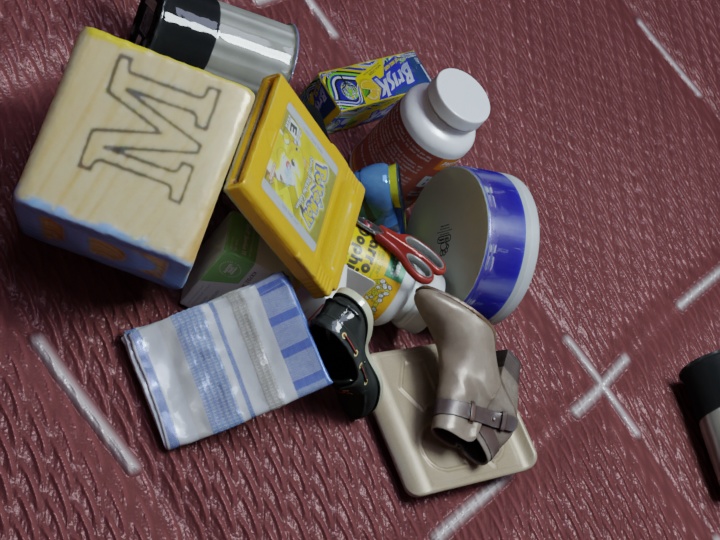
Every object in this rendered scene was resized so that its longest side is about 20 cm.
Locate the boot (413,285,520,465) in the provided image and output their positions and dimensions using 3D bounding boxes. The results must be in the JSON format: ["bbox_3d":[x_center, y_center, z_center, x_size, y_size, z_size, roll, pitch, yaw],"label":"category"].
[{"bbox_3d":[0.117,0.131,1.729,0.200,0.070,0.146,39,57,-20],"label":"boot"}]

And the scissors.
[{"bbox_3d":[0.018,-0.051,1.744,0.200,0.014,0.073,37,33,-2],"label":"scissors"}]

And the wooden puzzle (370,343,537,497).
[{"bbox_3d":[0.102,0.181,1.782,0.199,0.046,0.186,-8,65,-36],"label":"wooden puzzle"}]

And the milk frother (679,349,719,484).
[{"bbox_3d":[0.580,0.196,2.018,0.180,0.200,0.189,5,58,-37],"label":"milk frother"}]

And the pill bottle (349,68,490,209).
[{"bbox_3d":[0.079,-0.173,1.899,0.112,0.200,0.112,19,50,-25],"label":"pill bottle"}]

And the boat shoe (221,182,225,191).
[{"bbox_3d":[-0.105,-0.154,1.844,0.071,0.063,0.200,52,43,8],"label":"boat shoe"}]

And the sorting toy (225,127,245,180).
[{"bbox_3d":[-0.222,-0.184,1.756,0.199,0.107,0.180,20,32,-6],"label":"sorting toy"}]

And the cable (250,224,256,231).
[{"bbox_3d":[-0.100,-0.086,1.703,0.097,0.050,0.200,44,30,-28],"label":"cable"}]

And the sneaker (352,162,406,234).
[{"bbox_3d":[0.018,-0.077,1.830,0.078,0.200,0.066,-7,66,4],"label":"sneaker"}]

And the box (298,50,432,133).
[{"bbox_3d":[0.008,-0.245,1.989,0.200,0.070,0.064,-22,77,-44],"label":"box"}]

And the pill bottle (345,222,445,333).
[{"bbox_3d":[0.000,0.000,1.779,0.200,0.113,0.113,28,47,-20],"label":"pill bottle"}]

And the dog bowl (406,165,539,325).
[{"bbox_3d":[0.138,-0.031,1.845,0.079,0.200,0.201,10,55,-29],"label":"dog bowl"}]

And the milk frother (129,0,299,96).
[{"bbox_3d":[-0.171,-0.333,1.808,0.188,0.200,0.181,16,34,-26],"label":"milk frother"}]

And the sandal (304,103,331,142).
[{"bbox_3d":[-0.039,-0.115,1.835,0.076,0.043,0.201,-42,115,-45],"label":"sandal"}]

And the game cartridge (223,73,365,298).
[{"bbox_3d":[-0.067,-0.091,1.614,0.200,0.032,0.177,50,40,-37],"label":"game cartridge"}]

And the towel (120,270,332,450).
[{"bbox_3d":[-0.148,0.097,1.582,0.199,0.024,0.147,-21,73,-5],"label":"towel"}]

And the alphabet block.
[{"bbox_3d":[-0.243,-0.114,1.546,0.196,0.195,0.201,21,79,-8],"label":"alphabet block"}]

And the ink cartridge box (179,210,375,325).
[{"bbox_3d":[-0.094,0.025,1.684,0.200,0.117,0.067,25,44,-21],"label":"ink cartridge box"}]

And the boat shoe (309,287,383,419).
[{"bbox_3d":[-0.019,0.107,1.656,0.074,0.202,0.063,26,56,26],"label":"boat shoe"}]
